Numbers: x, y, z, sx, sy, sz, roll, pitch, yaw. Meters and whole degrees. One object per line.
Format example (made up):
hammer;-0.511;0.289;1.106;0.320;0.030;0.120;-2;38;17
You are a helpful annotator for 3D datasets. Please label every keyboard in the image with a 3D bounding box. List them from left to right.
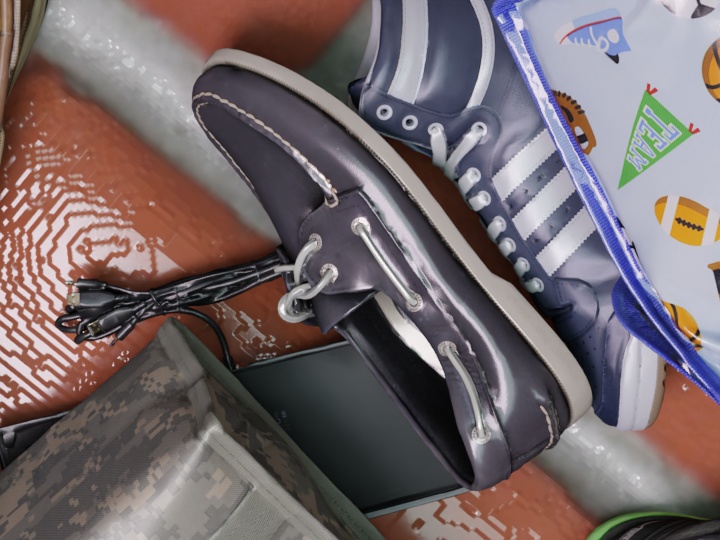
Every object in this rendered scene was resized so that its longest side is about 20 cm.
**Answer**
keyboard;-0.049;0.050;1.107;0.200;0.021;0.127;-14;105;-1

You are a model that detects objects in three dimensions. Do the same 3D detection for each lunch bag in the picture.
lunch bag;-0.061;0.151;1.067;0.164;0.118;0.200;-41;118;5
lunch bag;0.162;-0.050;1.017;0.124;0.170;0.200;-21;101;44

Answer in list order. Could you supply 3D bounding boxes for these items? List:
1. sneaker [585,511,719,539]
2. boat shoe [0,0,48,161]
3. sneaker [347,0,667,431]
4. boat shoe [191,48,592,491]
sneaker;0.186;0.127;1.096;0.199;0.084;0.077;-10;100;-1
boat shoe;-0.173;-0.046;1.058;0.075;0.074;0.200;13;98;-4
sneaker;0.055;-0.030;1.072;0.108;0.070;0.201;-9;93;-5
boat shoe;0.000;0.000;1.052;0.200;0.073;0.063;46;69;1
